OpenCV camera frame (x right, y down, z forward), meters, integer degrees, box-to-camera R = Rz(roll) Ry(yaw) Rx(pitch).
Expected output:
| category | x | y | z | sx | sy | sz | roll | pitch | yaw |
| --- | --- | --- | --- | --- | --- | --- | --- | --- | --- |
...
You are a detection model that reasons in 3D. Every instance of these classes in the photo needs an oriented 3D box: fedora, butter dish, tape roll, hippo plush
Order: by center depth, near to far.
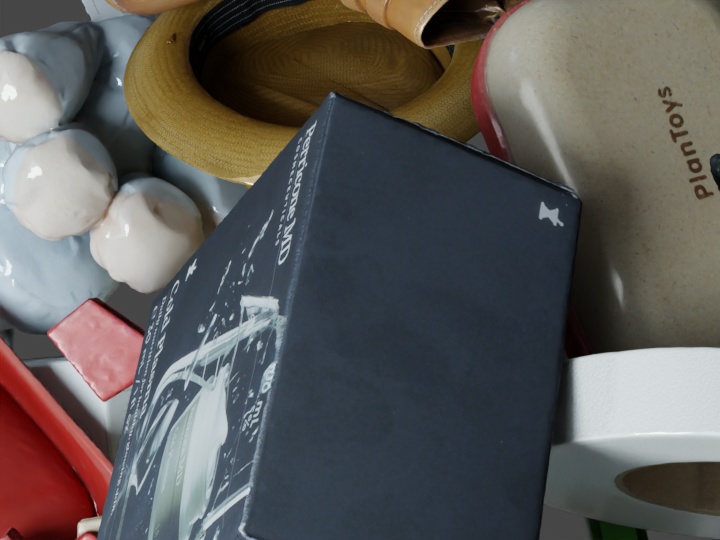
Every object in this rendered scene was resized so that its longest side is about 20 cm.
| category | x | y | z | sx | sy | sz | roll | pitch | yaw |
| --- | --- | --- | --- | --- | --- | --- | --- | --- | --- |
| tape roll | 0.159 | 0.074 | 1.030 | 0.202 | 0.202 | 0.037 | -8 | 69 | 37 |
| fedora | -0.013 | -0.079 | 1.199 | 0.200 | 0.201 | 0.082 | 21 | 141 | 34 |
| butter dish | -0.231 | 0.137 | 1.233 | 0.199 | 0.147 | 0.201 | 45 | 121 | 32 |
| hippo plush | -0.163 | -0.055 | 1.281 | 0.161 | 0.159 | 0.201 | -33 | 67 | 36 |

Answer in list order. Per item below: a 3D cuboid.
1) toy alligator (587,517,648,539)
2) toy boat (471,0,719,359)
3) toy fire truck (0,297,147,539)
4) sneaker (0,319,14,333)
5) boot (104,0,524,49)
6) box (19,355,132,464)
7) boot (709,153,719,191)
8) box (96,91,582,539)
| category | x | y | z | sx | sy | sz | roll | pitch | yaw |
| --- | --- | --- | --- | --- | --- | --- | --- | --- | --- |
| toy alligator | 0.122 | 0.139 | 1.154 | 0.059 | 0.054 | 0.201 | -12 | 80 | 3 |
| toy boat | 0.117 | -0.023 | 1.122 | 0.201 | 0.130 | 0.131 | 70 | 155 | 12 |
| toy fire truck | -0.101 | 0.127 | 1.148 | 0.141 | 0.049 | 0.200 | -42 | 92 | -3 |
| sneaker | -0.241 | -0.050 | 1.405 | 0.081 | 0.075 | 0.201 | -35 | 72 | 42 |
| boot | -0.011 | -0.145 | 1.158 | 0.199 | 0.074 | 0.155 | -32 | 53 | -7 |
| box | -0.132 | 0.143 | 1.309 | 0.124 | 0.097 | 0.201 | -4 | 90 | 42 |
| boot | 0.219 | -0.063 | 1.027 | 0.162 | 0.073 | 0.199 | -27 | 81 | 12 |
| box | -0.016 | 0.073 | 1.020 | 0.197 | 0.123 | 0.201 | -44 | 30 | 51 |
